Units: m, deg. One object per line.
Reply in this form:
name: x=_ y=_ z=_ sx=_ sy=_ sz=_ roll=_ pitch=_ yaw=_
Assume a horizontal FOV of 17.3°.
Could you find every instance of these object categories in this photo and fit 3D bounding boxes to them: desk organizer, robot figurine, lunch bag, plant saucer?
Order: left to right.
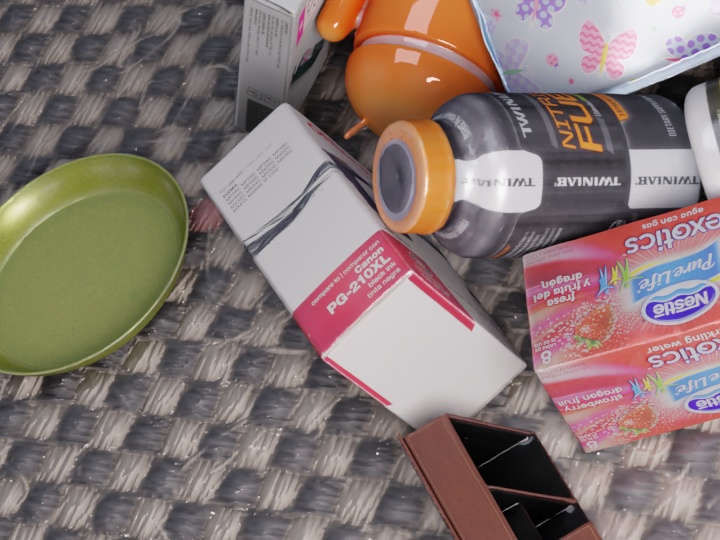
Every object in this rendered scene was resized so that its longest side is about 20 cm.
plant saucer: x=-0.211 y=0.001 z=1.757 sx=0.200 sy=0.031 sz=0.200 roll=-16 pitch=49 yaw=19
robot figurine: x=0.057 y=-0.170 z=1.675 sx=0.116 sy=0.144 sz=0.200 roll=-2 pitch=62 yaw=49
desk organizer: x=0.103 y=0.165 z=1.427 sx=0.077 sy=0.072 sz=0.200 roll=-31 pitch=46 yaw=1
lunch bag: x=0.170 y=-0.206 z=1.600 sx=0.200 sy=0.170 sz=0.127 roll=-23 pitch=5 yaw=9

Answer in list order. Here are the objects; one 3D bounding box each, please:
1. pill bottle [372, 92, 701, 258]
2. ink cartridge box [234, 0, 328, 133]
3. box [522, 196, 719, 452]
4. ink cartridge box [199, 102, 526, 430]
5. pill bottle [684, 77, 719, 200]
pill bottle: x=0.109 y=-0.060 z=1.507 sx=0.200 sy=0.106 sz=0.106 roll=-2 pitch=38 yaw=-28
ink cartridge box: x=-0.036 y=-0.210 z=1.716 sx=0.043 sy=0.200 sz=0.174 roll=25 pitch=66 yaw=6
box: x=0.211 y=0.027 z=1.455 sx=0.200 sy=0.103 sz=0.095 roll=-16 pitch=50 yaw=16
ink cartridge box: x=0.000 y=0.000 z=1.555 sx=0.084 sy=0.145 sz=0.200 roll=-44 pitch=46 yaw=7
pill bottle: x=0.313 y=-0.091 z=1.482 sx=0.200 sy=0.112 sz=0.113 roll=-17 pitch=49 yaw=16
